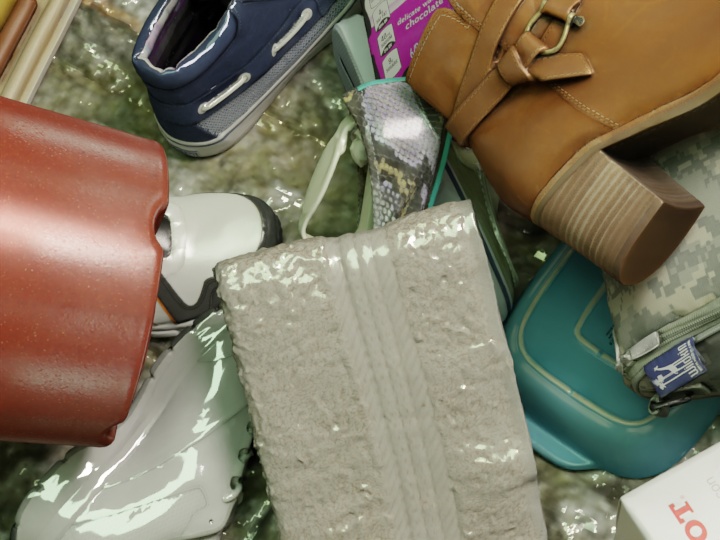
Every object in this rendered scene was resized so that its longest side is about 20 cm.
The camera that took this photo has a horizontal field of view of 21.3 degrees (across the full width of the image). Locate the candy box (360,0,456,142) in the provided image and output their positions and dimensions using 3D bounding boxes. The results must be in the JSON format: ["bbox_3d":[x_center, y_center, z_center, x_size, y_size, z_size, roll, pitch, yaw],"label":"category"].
[{"bbox_3d":[0.059,-0.187,0.994,0.136,0.061,0.201,-40,42,32],"label":"candy box"}]

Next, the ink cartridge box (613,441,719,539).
[{"bbox_3d":[0.229,0.125,0.833,0.199,0.084,0.146,-28,63,-9],"label":"ink cartridge box"}]

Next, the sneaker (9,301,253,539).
[{"bbox_3d":[-0.086,0.090,0.977,0.087,0.075,0.200,41,84,9],"label":"sneaker"}]

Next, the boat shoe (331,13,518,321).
[{"bbox_3d":[0.045,-0.063,1.016,0.062,0.072,0.201,-20,65,-7],"label":"boat shoe"}]

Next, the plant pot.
[{"bbox_3d":[-0.199,-0.005,0.888,0.194,0.201,0.202,11,66,-15],"label":"plant pot"}]

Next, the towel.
[{"bbox_3d":[0.013,0.075,0.920,0.132,0.034,0.201,-13,105,3],"label":"towel"}]

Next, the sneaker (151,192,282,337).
[{"bbox_3d":[-0.140,-0.005,1.012,0.199,0.080,0.074,-12,64,1],"label":"sneaker"}]

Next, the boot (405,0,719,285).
[{"bbox_3d":[0.121,-0.112,0.852,0.155,0.077,0.200,45,112,28],"label":"boot"}]

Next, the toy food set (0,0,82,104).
[{"bbox_3d":[-0.246,-0.154,1.096,0.143,0.060,0.201,17,68,14],"label":"toy food set"}]

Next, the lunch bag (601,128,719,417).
[{"bbox_3d":[0.189,-0.042,0.916,0.167,0.139,0.201,-20,63,19],"label":"lunch bag"}]

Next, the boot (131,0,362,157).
[{"bbox_3d":[-0.048,-0.159,1.057,0.073,0.090,0.200,29,74,18],"label":"boot"}]

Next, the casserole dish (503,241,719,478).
[{"bbox_3d":[0.151,0.012,0.987,0.121,0.039,0.200,34,76,20],"label":"casserole dish"}]

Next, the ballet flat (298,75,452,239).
[{"bbox_3d":[0.000,0.000,0.951,0.072,0.072,0.201,11,107,12],"label":"ballet flat"}]
